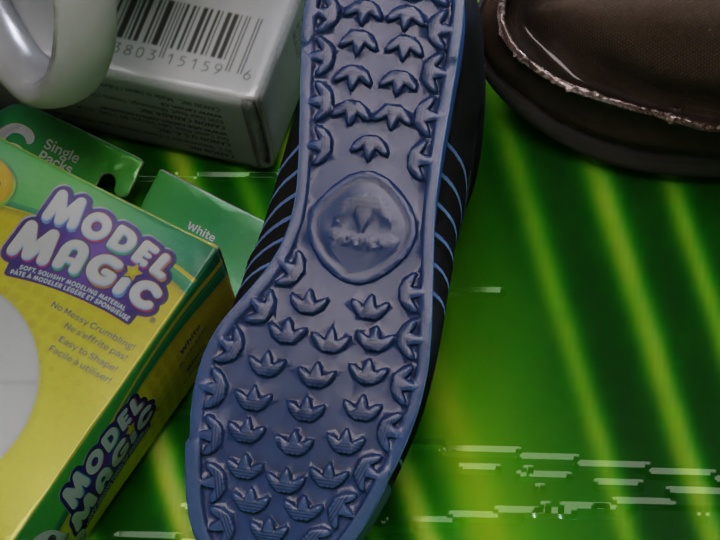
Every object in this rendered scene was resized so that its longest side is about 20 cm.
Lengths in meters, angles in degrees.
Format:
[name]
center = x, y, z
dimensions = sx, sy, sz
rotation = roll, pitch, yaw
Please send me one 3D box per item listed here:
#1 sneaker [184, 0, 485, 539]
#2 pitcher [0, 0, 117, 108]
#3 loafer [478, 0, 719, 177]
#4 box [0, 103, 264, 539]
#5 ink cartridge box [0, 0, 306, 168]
[sneaker]
center = 0.000, 0.000, 0.792
dimensions = 0.070, 0.078, 0.201
rotation = 14, 84, 12
[pitcher]
center = -0.131, -0.157, 0.821
dimensions = 0.121, 0.173, 0.200
rotation = -11, 32, -38
[loafer]
center = 0.130, -0.069, 0.805
dimensions = 0.199, 0.071, 0.073
rotation = 14, 63, 15
[box]
center = -0.123, 0.036, 0.796
dimensions = 0.117, 0.048, 0.200
rotation = 25, 65, 20
[ink cartridge box]
center = -0.096, -0.136, 0.892
dimensions = 0.199, 0.044, 0.174
rotation = 13, 62, 15
